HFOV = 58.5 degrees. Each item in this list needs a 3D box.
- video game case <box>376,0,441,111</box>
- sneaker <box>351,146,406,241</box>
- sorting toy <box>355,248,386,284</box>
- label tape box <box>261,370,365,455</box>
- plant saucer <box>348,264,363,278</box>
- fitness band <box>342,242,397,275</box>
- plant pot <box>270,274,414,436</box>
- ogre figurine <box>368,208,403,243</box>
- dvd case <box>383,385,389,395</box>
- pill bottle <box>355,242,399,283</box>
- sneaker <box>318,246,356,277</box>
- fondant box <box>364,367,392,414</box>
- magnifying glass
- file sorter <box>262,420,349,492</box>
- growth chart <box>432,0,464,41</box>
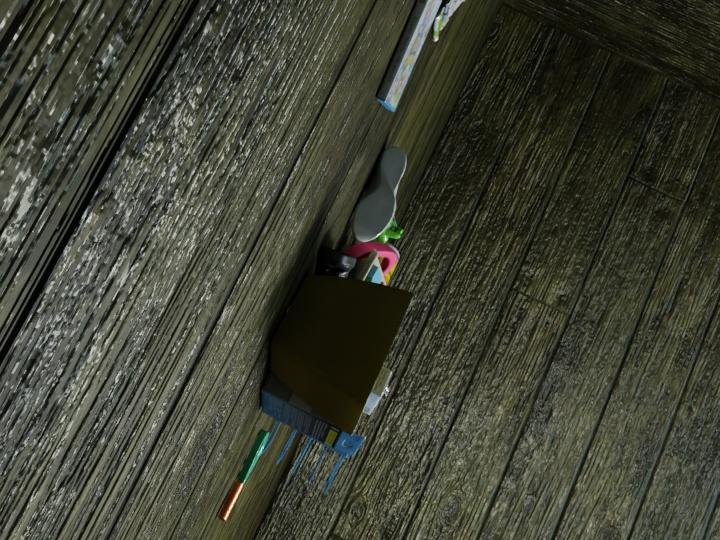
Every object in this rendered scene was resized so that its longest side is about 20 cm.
[{"bbox_3d":[0.079,-0.347,0.986,0.143,0.018,0.202,-42,156,-78],"label":"video game case"},{"bbox_3d":[0.037,-0.149,1.309,0.202,0.075,0.088,-66,-172,-7],"label":"sneaker"},{"bbox_3d":[0.006,0.075,1.350,0.186,0.036,0.200,-61,162,-20],"label":"sorting toy"},{"bbox_3d":[-0.082,0.257,1.180,0.144,0.198,0.067,108,7,-62],"label":"label tape box"},{"bbox_3d":[-0.030,0.053,1.553,0.201,0.039,0.201,-51,-167,17],"label":"plant saucer"},{"bbox_3d":[0.000,0.000,1.388,0.199,0.037,0.144,-2,134,-55],"label":"fitness band"},{"bbox_3d":[-0.042,0.123,1.064,0.201,0.175,0.201,104,12,-61],"label":"plant pot"},{"bbox_3d":[0.049,-0.111,1.465,0.201,0.098,0.120,-55,-169,21],"label":"ogre figurine"},{"bbox_3d":[-0.030,0.179,1.281,0.022,0.145,0.201,-63,149,-30],"label":"dvd case"},{"bbox_3d":[0.028,0.017,1.835,0.109,0.108,0.201,106,10,-66],"label":"pill bottle"},{"bbox_3d":[-0.052,0.020,1.161,0.200,0.059,0.105,97,13,-88],"label":"sneaker"},{"bbox_3d":[-0.050,0.195,1.237,0.059,0.198,0.145,-62,176,-26],"label":"fondant box"},{"bbox_3d":[-0.246,0.432,1.367,0.080,0.022,0.201,109,8,-57],"label":"magnifying glass"},{"bbox_3d":[-0.137,0.445,1.618,0.124,0.199,0.139,-62,176,1],"label":"file sorter"},{"bbox_3d":[0.197,-0.518,1.176,0.200,0.018,0.145,-48,177,9],"label":"growth chart"}]
